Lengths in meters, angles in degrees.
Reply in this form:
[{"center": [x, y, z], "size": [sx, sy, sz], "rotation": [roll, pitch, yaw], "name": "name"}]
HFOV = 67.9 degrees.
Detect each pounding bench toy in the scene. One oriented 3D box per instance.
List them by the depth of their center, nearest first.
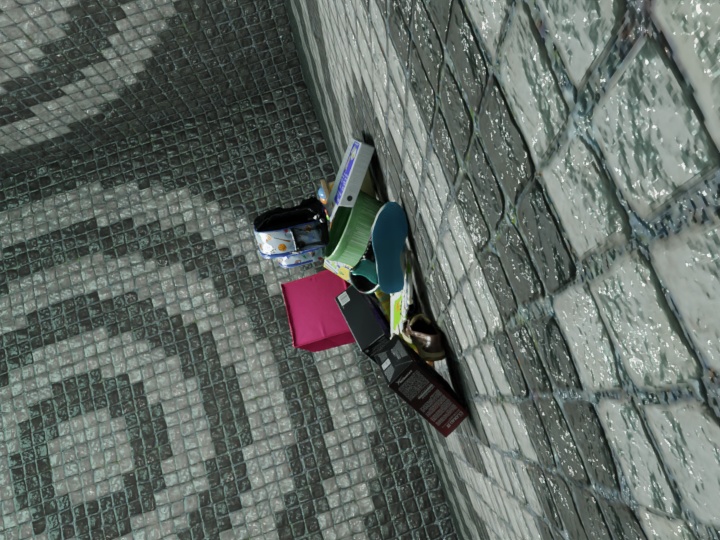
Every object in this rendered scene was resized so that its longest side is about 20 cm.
[{"center": [-0.045, -0.218, 1.688], "size": [0.200, 0.154, 0.126], "rotation": [85, 168, -82], "name": "pounding bench toy"}]

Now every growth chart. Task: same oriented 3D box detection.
[{"center": [0.093, 0.069, 1.219], "size": [0.201, 0.018, 0.146], "rotation": [107, 166, -57], "name": "growth chart"}]

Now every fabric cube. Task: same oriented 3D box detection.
[{"center": [-0.104, 0.125, 1.613], "size": [0.199, 0.198, 0.198], "rotation": [46, -151, -73], "name": "fabric cube"}]

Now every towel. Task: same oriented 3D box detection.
[{"center": [0.100, 0.110, 1.381], "size": [0.018, 0.086, 0.202], "rotation": [-33, 82, 55], "name": "towel"}]

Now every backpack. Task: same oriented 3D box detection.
[{"center": [-0.177, -0.097, 1.381], "size": [0.200, 0.188, 0.156], "rotation": [-112, 16, -71], "name": "backpack"}]

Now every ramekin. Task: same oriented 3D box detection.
[{"center": [-0.010, -0.105, 1.369], "size": [0.200, 0.097, 0.202], "rotation": [-159, 90, -75], "name": "ramekin"}]

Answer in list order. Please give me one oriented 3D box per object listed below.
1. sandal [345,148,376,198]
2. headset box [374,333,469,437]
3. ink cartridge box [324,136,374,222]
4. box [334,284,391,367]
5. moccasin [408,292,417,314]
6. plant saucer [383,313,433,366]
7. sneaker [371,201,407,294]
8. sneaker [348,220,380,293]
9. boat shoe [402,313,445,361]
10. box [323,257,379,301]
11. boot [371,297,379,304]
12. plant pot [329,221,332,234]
[{"center": [0.014, -0.240, 1.495], "size": [0.069, 0.077, 0.214], "rotation": [-20, -81, -61], "name": "sandal"}, {"center": [0.133, 0.247, 1.137], "size": [0.200, 0.077, 0.149], "rotation": [43, -175, -16], "name": "headset box"}, {"center": [-0.031, -0.225, 1.327], "size": [0.198, 0.043, 0.202], "rotation": [-114, 46, -70], "name": "ink cartridge box"}, {"center": [0.028, 0.148, 1.393], "size": [0.141, 0.079, 0.201], "rotation": [50, -173, -45], "name": "box"}, {"center": [0.095, 0.016, 1.347], "size": [0.201, 0.080, 0.068], "rotation": [58, 173, 2], "name": "moccasin"}, {"center": [0.122, 0.208, 1.498], "size": [0.200, 0.032, 0.201], "rotation": [44, 158, 23], "name": "plant saucer"}, {"center": [0.060, -0.055, 1.134], "size": [0.081, 0.076, 0.202], "rotation": [-92, 2, -60], "name": "sneaker"}, {"center": [0.028, -0.026, 1.234], "size": [0.121, 0.083, 0.202], "rotation": [-55, -18, -57], "name": "sneaker"}, {"center": [0.136, 0.128, 1.176], "size": [0.200, 0.071, 0.073], "rotation": [-118, 21, -72], "name": "boat shoe"}, {"center": [0.000, 0.000, 1.460], "size": [0.199, 0.064, 0.070], "rotation": [32, 143, 12], "name": "box"}, {"center": [0.018, 0.069, 1.682], "size": [0.096, 0.074, 0.200], "rotation": [45, -164, 10], "name": "boot"}, {"center": [-0.017, -0.085, 1.585], "size": [0.200, 0.138, 0.203], "rotation": [1, -90, -87], "name": "plant pot"}]
